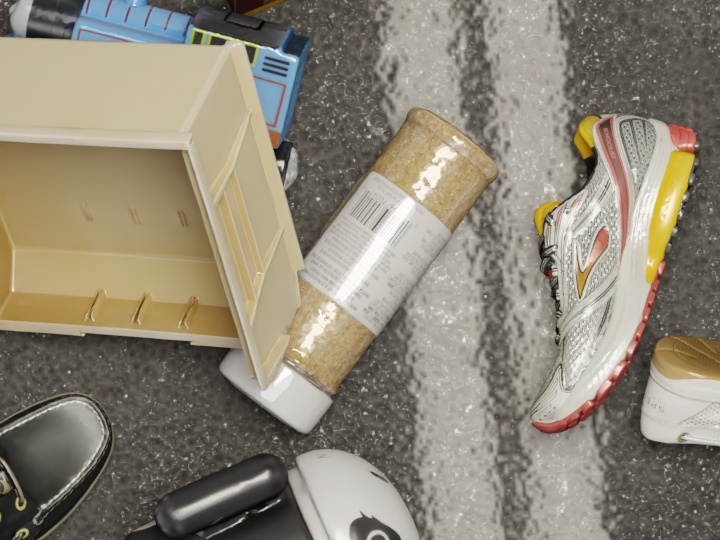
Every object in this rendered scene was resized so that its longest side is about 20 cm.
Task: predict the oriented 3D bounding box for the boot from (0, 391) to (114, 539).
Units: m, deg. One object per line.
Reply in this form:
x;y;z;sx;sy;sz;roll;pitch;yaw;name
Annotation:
-0.221;0.134;1.325;0.203;0.154;0.074;-35;87;-15;boot

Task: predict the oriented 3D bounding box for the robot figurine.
-0.061;0.186;1.352;0.200;0.150;0.125;-25;76;-3;robot figurine

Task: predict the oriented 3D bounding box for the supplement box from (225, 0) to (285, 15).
-0.008;-0.254;1.333;0.197;0.200;0.133;-23;89;-3;supplement box

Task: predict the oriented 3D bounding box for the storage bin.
-0.150;-0.030;1.296;0.199;0.199;0.094;4;44;19;storage bin

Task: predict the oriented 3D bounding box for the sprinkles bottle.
0.000;0.000;1.390;0.068;0.068;0.200;37;87;-1;sprinkles bottle

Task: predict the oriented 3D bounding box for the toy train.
-0.127;-0.107;1.370;0.199;0.087;0.115;15;104;2;toy train

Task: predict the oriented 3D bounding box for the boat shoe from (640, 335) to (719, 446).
0.263;0.091;1.405;0.199;0.071;0.069;12;114;-10;boat shoe

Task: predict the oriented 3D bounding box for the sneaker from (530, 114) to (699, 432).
0.136;0.001;1.392;0.082;0.078;0.201;18;77;3;sneaker
